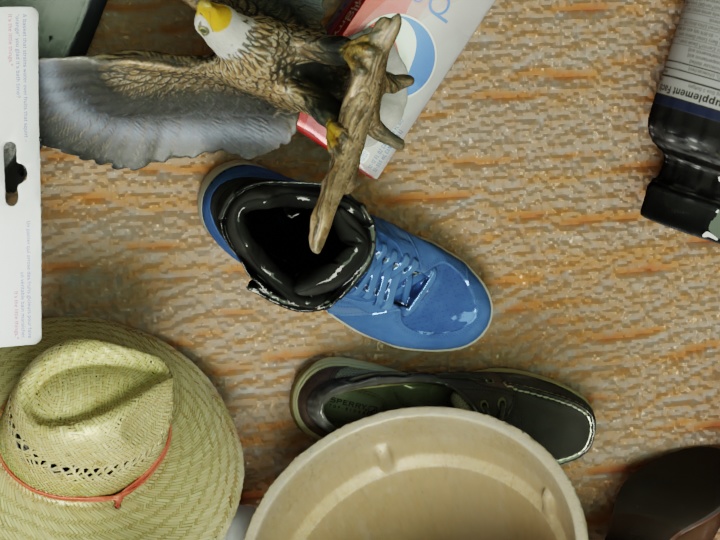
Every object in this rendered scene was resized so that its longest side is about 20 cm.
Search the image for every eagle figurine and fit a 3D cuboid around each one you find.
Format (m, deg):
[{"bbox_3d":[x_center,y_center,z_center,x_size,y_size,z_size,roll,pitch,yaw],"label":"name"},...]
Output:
[{"bbox_3d":[-0.074,-0.122,0.914,0.152,0.199,0.151,-53,152,-36],"label":"eagle figurine"}]

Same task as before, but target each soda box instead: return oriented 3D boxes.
[{"bbox_3d":[0.032,-0.157,1.000,0.070,0.063,0.200,32,94,-15],"label":"soda box"}]

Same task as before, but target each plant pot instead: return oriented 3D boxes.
[{"bbox_3d":[0.048,0.215,1.003,0.200,0.201,0.184,-27,139,-5],"label":"plant pot"}]

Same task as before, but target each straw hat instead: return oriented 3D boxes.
[{"bbox_3d":[-0.151,0.082,0.940,0.200,0.202,0.085,11,141,-13],"label":"straw hat"}]

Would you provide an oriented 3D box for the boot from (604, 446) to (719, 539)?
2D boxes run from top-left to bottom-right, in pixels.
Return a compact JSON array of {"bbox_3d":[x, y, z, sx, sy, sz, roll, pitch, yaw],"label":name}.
[{"bbox_3d":[0.196,0.238,1.111,0.186,0.064,0.201,-37,130,-36],"label":"boot"}]

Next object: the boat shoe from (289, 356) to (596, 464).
[{"bbox_3d":[0.057,0.097,1.054,0.200,0.066,0.072,9,99,-13],"label":"boat shoe"}]

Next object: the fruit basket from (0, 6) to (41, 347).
[{"bbox_3d":[-0.267,-0.045,0.878,0.199,0.094,0.186,-6,106,-25],"label":"fruit basket"}]

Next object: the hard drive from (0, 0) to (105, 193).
[{"bbox_3d":[-0.214,-0.156,0.953,0.134,0.042,0.201,22,96,-15],"label":"hard drive"}]

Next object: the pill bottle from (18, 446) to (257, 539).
[{"bbox_3d":[-0.164,0.167,1.001,0.199,0.112,0.113,11,99,-13],"label":"pill bottle"}]

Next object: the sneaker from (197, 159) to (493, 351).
[{"bbox_3d":[-0.001,0.001,1.000,0.199,0.111,0.077,30,94,-16],"label":"sneaker"}]

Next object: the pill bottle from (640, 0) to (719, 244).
[{"bbox_3d":[0.240,-0.116,1.025,0.111,0.112,0.201,14,98,-14],"label":"pill bottle"}]
